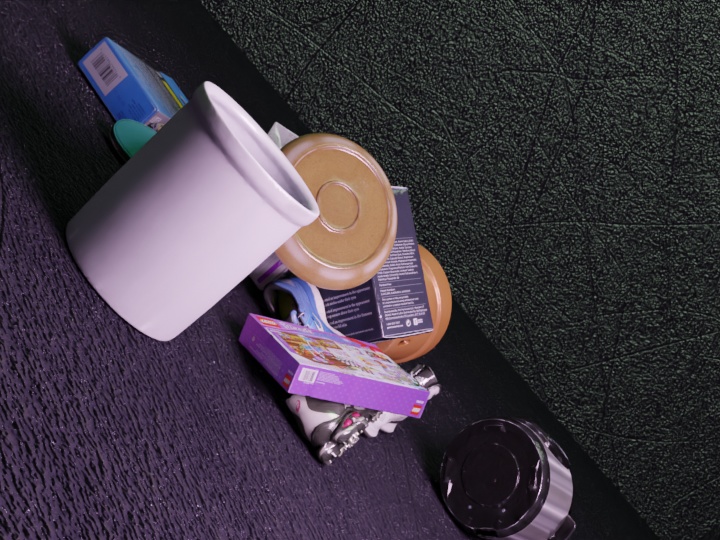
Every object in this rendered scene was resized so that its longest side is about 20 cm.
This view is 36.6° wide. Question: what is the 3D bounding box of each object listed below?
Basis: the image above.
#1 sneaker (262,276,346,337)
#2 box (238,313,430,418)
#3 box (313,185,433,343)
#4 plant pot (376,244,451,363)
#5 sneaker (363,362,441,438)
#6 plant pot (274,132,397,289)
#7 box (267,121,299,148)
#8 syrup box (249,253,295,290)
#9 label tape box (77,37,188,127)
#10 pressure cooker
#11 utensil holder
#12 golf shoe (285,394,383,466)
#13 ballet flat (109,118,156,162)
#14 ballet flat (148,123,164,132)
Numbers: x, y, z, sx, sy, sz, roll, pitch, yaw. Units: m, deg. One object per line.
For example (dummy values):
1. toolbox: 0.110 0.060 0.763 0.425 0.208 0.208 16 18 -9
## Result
1. sneaker: -0.071 0.094 1.422 0.088 0.079 0.201 5 43 -53
2. box: -0.030 0.114 1.286 0.198 0.040 0.137 17 13 -36
3. box: 0.000 0.000 1.484 0.103 0.147 0.204 -5 83 -44
4. plant pot: 0.029 0.056 1.719 0.201 0.200 0.139 51 25 11
5. sneaker: 0.045 0.167 1.511 0.076 0.115 0.200 51 9 15
6. plant pot: -0.032 -0.078 1.371 0.200 0.201 0.027 48 -30 -13
7. box: -0.122 -0.132 1.665 0.115 0.061 0.200 31 -27 -5
8. syrup box: -0.162 -0.072 1.568 0.201 0.081 0.079 54 10 9
9. label tape box: -0.307 -0.240 1.592 0.145 0.063 0.200 54 9 17
10. pressure cooker: 0.222 0.318 1.613 0.200 0.176 0.179 38 45 -55
11. utensil holder: -0.167 -0.054 1.076 0.170 0.199 0.170 48 8 -9
12. golf shoe: -0.026 0.166 1.302 0.088 0.077 0.200 44 7 9
13. ballet flat: -0.245 -0.119 1.410 0.198 0.068 0.064 33 -37 6
14. ballet flat: -0.230 -0.114 1.476 0.201 0.072 0.072 49 9 -4
